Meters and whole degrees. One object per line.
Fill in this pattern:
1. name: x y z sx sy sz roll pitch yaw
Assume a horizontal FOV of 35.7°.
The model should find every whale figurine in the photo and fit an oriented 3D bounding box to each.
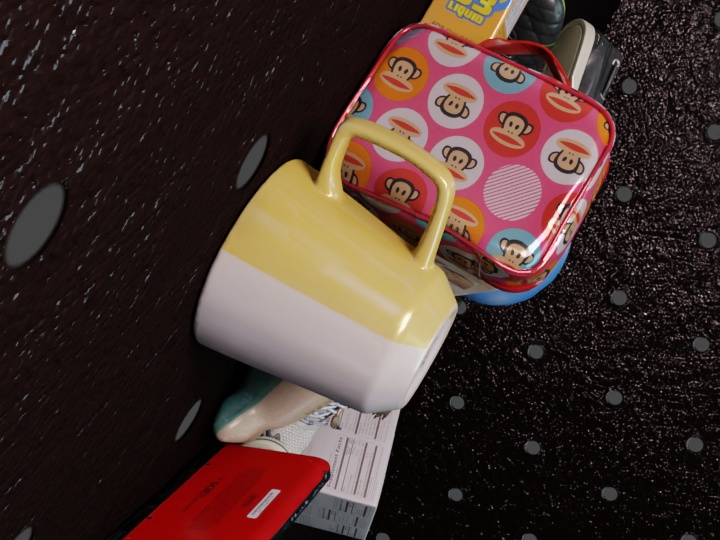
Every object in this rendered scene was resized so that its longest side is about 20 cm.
1. whale figurine: -0.054 0.072 0.990 0.199 0.104 0.159 -36 170 0

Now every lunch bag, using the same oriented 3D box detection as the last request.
1. lunch bag: 0.089 -0.099 0.857 0.177 0.199 0.082 -58 166 -8

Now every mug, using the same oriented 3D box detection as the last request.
1. mug: -0.013 0.013 0.779 0.150 0.152 0.187 -53 168 -35

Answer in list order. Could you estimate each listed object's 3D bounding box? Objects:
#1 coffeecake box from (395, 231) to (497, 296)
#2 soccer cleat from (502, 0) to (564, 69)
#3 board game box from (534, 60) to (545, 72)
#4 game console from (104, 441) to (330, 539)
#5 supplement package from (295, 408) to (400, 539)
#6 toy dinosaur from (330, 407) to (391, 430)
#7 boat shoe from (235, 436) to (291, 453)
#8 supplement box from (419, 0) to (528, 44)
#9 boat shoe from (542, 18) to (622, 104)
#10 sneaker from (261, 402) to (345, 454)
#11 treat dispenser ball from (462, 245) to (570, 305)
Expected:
1. coffeecake box: 0.076 -0.057 1.004 0.199 0.073 0.155 -13 -132 64
2. soccer cleat: 0.117 -0.190 1.039 0.081 0.068 0.200 -45 -179 -38
3. board game box: 0.182 -0.206 1.167 0.152 0.036 0.202 78 10 -61
4. game console: -0.132 0.237 0.928 0.200 0.170 0.120 -39 130 -64
5. supplement package: -0.021 0.244 1.465 0.200 0.110 0.157 101 3 -65
6. toy dinosaur: 0.002 0.102 1.172 0.058 0.198 0.102 43 31 -46
7. boat shoe: -0.111 0.208 1.079 0.062 0.074 0.201 -55 178 -43
8. supplement box: 0.088 -0.204 0.947 0.201 0.066 0.069 -61 169 -2
9. boat shoe: 0.186 -0.122 1.020 0.074 0.066 0.202 9 -100 65
10. sneaker: -0.033 0.106 1.097 0.077 0.085 0.202 12 108 -47
11. treat dispenser ball: 0.186 -0.054 1.522 0.202 0.199 0.201 -58 171 -15
